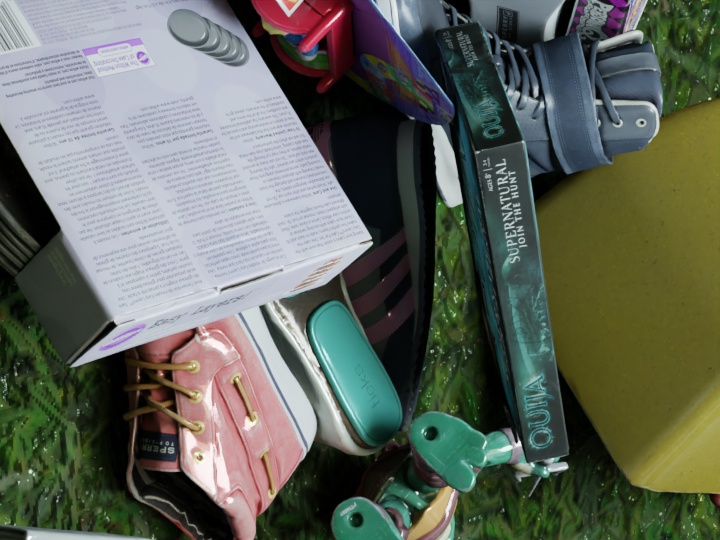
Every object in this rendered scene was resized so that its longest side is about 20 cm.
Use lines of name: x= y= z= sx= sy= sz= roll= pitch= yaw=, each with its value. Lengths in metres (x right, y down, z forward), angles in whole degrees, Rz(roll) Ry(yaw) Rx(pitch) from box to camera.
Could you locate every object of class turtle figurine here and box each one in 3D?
turtle figurine: x=0.041 y=0.142 z=1.452 sx=0.150 sy=0.101 sz=0.200 roll=-66 pitch=164 yaw=-9

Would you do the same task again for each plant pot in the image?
plant pot: x=0.236 y=0.000 z=1.552 sx=0.195 sy=0.200 sz=0.194 roll=9 pitch=43 yaw=-48

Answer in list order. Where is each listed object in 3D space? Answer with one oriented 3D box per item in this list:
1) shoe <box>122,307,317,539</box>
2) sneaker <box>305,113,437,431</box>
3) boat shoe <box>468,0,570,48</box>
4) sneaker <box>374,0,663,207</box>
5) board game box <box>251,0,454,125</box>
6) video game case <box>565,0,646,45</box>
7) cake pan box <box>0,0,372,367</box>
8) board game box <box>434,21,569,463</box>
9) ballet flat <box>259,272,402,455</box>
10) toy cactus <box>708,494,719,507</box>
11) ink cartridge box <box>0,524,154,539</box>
shoe: x=-0.092 y=0.058 z=1.327 sx=0.200 sy=0.071 sz=0.091 roll=59 pitch=44 yaw=-37
sneaker: x=0.000 y=0.000 z=1.450 sx=0.070 sy=0.082 sz=0.200 roll=-75 pitch=167 yaw=-60
boat shoe: x=0.096 y=-0.175 z=1.493 sx=0.200 sy=0.069 sz=0.057 roll=100 pitch=9 yaw=-64
sneaker: x=0.090 y=-0.119 z=1.445 sx=0.202 sy=0.146 sz=0.077 roll=58 pitch=25 yaw=-55
board game box: x=-0.039 y=-0.135 z=1.335 sx=0.039 sy=0.158 sz=0.200 roll=-46 pitch=124 yaw=-10
video game case: x=0.171 y=-0.202 z=1.577 sx=0.181 sy=0.036 sz=0.200 roll=102 pitch=12 yaw=-64
cake pan box: x=-0.111 y=-0.058 z=1.255 sx=0.200 sy=0.052 sz=0.184 roll=-20 pitch=72 yaw=-48
board game box: x=0.076 y=-0.015 z=1.377 sx=0.135 sy=0.028 sz=0.200 roll=-104 pitch=-177 yaw=-57
ballet flat: x=-0.040 y=0.012 z=1.394 sx=0.069 sy=0.069 sz=0.200 roll=-36 pitch=112 yaw=-43
toy cactus: x=0.277 y=0.113 z=1.755 sx=0.200 sy=0.102 sz=0.165 roll=-48 pitch=135 yaw=-48
ink cartridge box: x=-0.129 y=0.235 z=1.312 sx=0.174 sy=0.044 sz=0.200 roll=11 pitch=82 yaw=-48
